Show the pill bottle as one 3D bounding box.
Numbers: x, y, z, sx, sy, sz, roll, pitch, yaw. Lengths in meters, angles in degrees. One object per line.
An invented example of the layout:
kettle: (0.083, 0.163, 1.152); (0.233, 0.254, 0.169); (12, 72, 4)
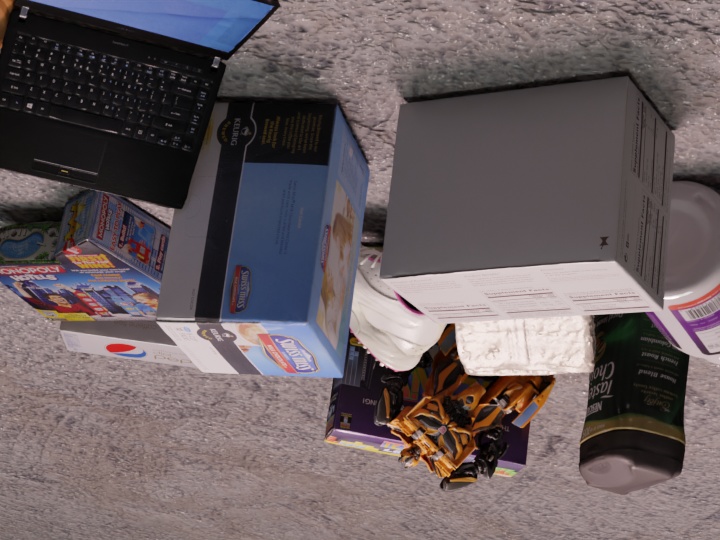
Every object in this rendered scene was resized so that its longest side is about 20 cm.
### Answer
pill bottle: (0.299, 0.011, 1.672); (0.111, 0.112, 0.200); (-3, 156, 25)

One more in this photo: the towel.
towel: (0.149, 0.019, 1.752); (0.132, 0.034, 0.200); (-1, 131, 7)

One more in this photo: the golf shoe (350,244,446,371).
golf shoe: (0.000, 0.000, 1.766); (0.200, 0.075, 0.092); (42, 123, -8)

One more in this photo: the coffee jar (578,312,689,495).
coffee jar: (0.261, 0.108, 1.807); (0.085, 0.200, 0.104); (16, 156, -19)

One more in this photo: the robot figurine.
robot figurine: (0.108, 0.115, 1.852); (0.145, 0.200, 0.058); (45, 160, -4)

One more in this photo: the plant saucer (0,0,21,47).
plant saucer: (-0.361, -0.206, 1.463); (0.200, 0.037, 0.200); (6, 158, 2)

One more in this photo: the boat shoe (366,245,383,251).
boat shoe: (0.074, 0.013, 1.819); (0.201, 0.063, 0.073); (1, 157, 17)

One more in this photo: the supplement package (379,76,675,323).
supplement package: (0.133, -0.052, 1.513); (0.200, 0.156, 0.111); (-4, 157, 28)

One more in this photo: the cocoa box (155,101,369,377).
cocoa box: (-0.076, -0.025, 1.593); (0.131, 0.200, 0.133); (2, 158, 14)

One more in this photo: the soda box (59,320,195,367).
soda box: (-0.212, 0.057, 2.019); (0.200, 0.068, 0.064); (8, 158, 1)

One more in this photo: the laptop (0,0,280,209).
laptop: (-0.180, -0.143, 1.450); (0.177, 0.200, 0.103); (13, -165, -22)

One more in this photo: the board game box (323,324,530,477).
board game box: (0.074, 0.106, 1.913); (0.200, 0.165, 0.057); (11, 158, -10)

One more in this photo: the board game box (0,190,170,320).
board game box: (-0.261, -0.015, 1.870); (0.200, 0.062, 0.200); (-1, 156, 21)
